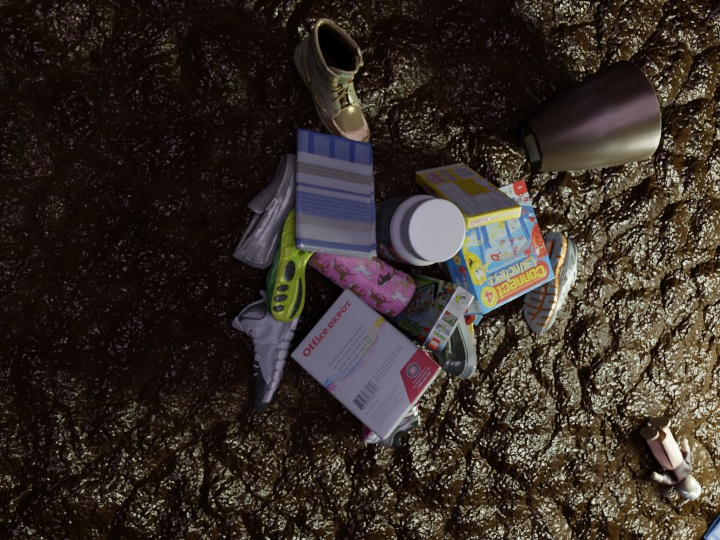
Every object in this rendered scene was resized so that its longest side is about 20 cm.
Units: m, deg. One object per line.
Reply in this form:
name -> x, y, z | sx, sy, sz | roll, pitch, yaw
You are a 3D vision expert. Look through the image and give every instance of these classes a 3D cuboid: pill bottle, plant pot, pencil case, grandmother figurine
pill bottle -> 0.089, -0.068, 0.914 | 0.112, 0.200, 0.116 | -1, 96, -15
plant pot -> 0.412, -0.264, 1.017 | 0.198, 0.187, 0.189 | -20, 101, 1
pencil case -> 0.000, 0.000, 0.957 | 0.199, 0.087, 0.083 | 33, 109, -17
grandmother figurine -> 0.698, 0.430, 1.214 | 0.121, 0.061, 0.201 | -36, 101, -1

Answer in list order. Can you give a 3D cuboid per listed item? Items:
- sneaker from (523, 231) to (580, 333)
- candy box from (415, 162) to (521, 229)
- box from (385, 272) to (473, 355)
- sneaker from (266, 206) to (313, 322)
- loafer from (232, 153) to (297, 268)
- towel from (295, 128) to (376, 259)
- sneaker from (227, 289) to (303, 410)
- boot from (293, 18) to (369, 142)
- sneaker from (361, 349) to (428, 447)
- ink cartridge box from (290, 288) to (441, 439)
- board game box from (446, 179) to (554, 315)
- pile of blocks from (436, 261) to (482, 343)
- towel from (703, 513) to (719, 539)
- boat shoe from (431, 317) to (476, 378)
sneaker -> 0.387, 0.029, 1.078 | 0.076, 0.078, 0.203 | 13, 95, -30
candy box -> 0.180, -0.135, 0.941 | 0.101, 0.200, 0.027 | -15, 125, -13
box -> 0.111, 0.068, 0.933 | 0.035, 0.200, 0.111 | 33, 86, -16
sneaker -> -0.119, -0.017, 0.893 | 0.074, 0.083, 0.203 | 23, 75, -31
loafer -> -0.155, -0.103, 0.908 | 0.069, 0.070, 0.202 | 19, 90, -25
towel -> -0.040, -0.123, 0.888 | 0.145, 0.024, 0.203 | 5, 78, -29
sneaker -> -0.179, 0.128, 0.928 | 0.114, 0.075, 0.202 | 20, 80, -12
boot -> -0.030, -0.295, 0.881 | 0.072, 0.155, 0.201 | -33, 105, -12
sneaker -> 0.082, 0.243, 1.010 | 0.087, 0.074, 0.201 | 31, 89, -19
ink cartridge box -> 0.012, 0.157, 0.905 | 0.200, 0.145, 0.146 | 40, 83, 14
board game box -> 0.247, -0.045, 1.002 | 0.198, 0.056, 0.198 | -22, 94, -28
pile of blocks -> 0.206, 0.053, 1.031 | 0.081, 0.062, 0.203 | -14, 99, -14
towel -> 0.930, 0.649, 1.319 | 0.200, 0.024, 0.147 | 42, 85, -14
boat shoe -> 0.145, 0.106, 0.952 | 0.063, 0.201, 0.071 | 14, 115, -15
